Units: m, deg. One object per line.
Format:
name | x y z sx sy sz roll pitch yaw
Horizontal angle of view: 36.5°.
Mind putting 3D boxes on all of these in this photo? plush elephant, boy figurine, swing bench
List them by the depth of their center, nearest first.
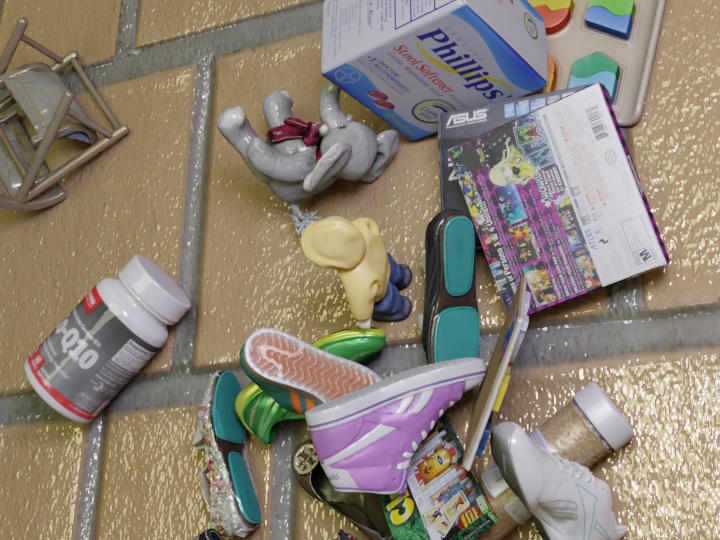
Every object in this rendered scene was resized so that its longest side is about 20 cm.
boy figurine | 0.000 0.000 1.199 0.064 0.200 0.126 -7 69 23
plush elephant | -0.049 -0.151 1.313 0.154 0.164 0.202 -28 88 29
swing bench | -0.474 -0.213 1.570 0.200 0.129 0.200 -44 58 10

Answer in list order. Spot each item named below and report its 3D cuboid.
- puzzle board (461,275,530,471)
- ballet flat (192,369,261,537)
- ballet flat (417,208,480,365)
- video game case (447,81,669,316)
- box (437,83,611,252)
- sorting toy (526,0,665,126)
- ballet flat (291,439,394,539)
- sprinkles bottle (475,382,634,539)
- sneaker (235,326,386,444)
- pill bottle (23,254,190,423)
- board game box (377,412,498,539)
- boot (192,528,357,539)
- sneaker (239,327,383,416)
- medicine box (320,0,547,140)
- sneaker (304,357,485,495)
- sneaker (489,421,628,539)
puzzle board | 0.138 0.096 1.077 0.017 0.200 0.153 20 103 5
ballet flat | -0.165 0.215 1.269 0.063 0.075 0.202 -26 58 23
ballet flat | 0.097 0.033 1.208 0.068 0.067 0.203 -169 82 -64
video game case | 0.207 -0.069 1.156 0.179 0.036 0.203 -23 85 23
box | 0.187 -0.111 1.227 0.197 0.049 0.164 -7 75 25
sorting toy | 0.247 -0.264 1.278 0.198 0.036 0.188 7 73 29
ballet flat | -0.007 0.247 1.190 0.199 0.046 0.068 37 88 33
sprinkles bottle | 0.180 0.200 1.103 0.199 0.068 0.069 -40 58 7
sneaker | -0.048 0.131 1.254 0.199 0.074 0.084 -33 80 11
pill bottle | -0.316 0.083 1.373 0.200 0.114 0.114 -46 57 3
board game box | 0.066 0.217 1.130 0.105 0.023 0.201 -41 31 9
boot | -0.074 0.324 1.174 0.154 0.073 0.204 -44 69 3
sneaker | -0.041 0.129 1.186 0.198 0.080 0.072 31 69 -4
medicine box | 0.084 -0.259 1.245 0.198 0.181 0.104 -18 58 35
sneaker | 0.050 0.166 1.129 0.198 0.073 0.116 -20 90 -11
sneaker | 0.187 0.206 1.038 0.080 0.201 0.071 -35 30 -1
